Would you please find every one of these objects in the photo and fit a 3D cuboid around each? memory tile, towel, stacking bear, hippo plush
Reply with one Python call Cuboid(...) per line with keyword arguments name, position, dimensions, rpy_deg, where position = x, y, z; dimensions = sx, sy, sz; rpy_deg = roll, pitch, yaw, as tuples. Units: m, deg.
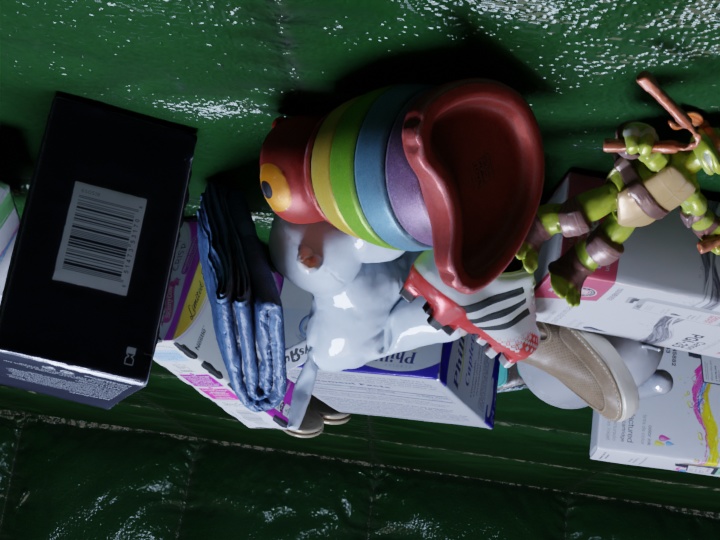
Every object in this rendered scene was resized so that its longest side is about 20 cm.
Cuboid(name="memory tile", position=(-0.091, 0.131, 1.246), dimensions=(0.199, 0.017, 0.153), rpy_deg=(24, -154, 31))
Cuboid(name="towel", position=(-0.101, 0.018, 0.871), dimensions=(0.048, 0.113, 0.200), rpy_deg=(-9, -149, -11))
Cuboid(name="stacking bear", position=(0.009, -0.066, 0.702), dimensions=(0.199, 0.123, 0.113), rpy_deg=(6, -148, 45))
Cuboid(name="hippo plush", position=(-0.015, -0.013, 0.874), dimensions=(0.198, 0.160, 0.162), rpy_deg=(-26, 128, 3))

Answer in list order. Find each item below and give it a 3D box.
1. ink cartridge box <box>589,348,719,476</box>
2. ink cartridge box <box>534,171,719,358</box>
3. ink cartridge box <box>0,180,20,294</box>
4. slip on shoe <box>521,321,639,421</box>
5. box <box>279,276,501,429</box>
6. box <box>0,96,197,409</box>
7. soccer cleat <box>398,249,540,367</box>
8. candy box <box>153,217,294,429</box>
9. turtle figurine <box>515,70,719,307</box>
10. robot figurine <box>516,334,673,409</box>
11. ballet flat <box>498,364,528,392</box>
Cuboid(name="ink cartridge box", position=(0.352, 0.137, 1.139), dimensions=(0.198, 0.146, 0.084), rpy_deg=(6, 164, 8))
Cuboid(name="ink cartridge box", position=(0.236, 0.001, 0.843), dimensions=(0.198, 0.084, 0.147), rpy_deg=(11, 163, -1))
Cuboid(name="ink cartridge box", position=(-0.376, -0.048, 0.927), dimensions=(0.144, 0.088, 0.200), rpy_deg=(31, 164, -4))
Cuboid(name="slip on shoe", position=(0.157, 0.062, 0.936), dimensions=(0.060, 0.200, 0.076), rpy_deg=(-27, 148, -21))
Cuboid(name="box", position=(0.031, 0.080, 1.088), dimensions=(0.182, 0.106, 0.200), rpy_deg=(3, 161, 23))
Cuboid(name="box", position=(-0.222, -0.004, 0.867), dimensions=(0.116, 0.199, 0.200), rpy_deg=(14, 163, -17))
Cuboid(name="soccer cleat", position=(0.101, 0.014, 0.782), dimensions=(0.069, 0.085, 0.200), rpy_deg=(47, -169, 31))
Cuboid(name="candy box", position=(-0.126, 0.056, 1.069), dimensions=(0.060, 0.138, 0.200), rpy_deg=(-4, 148, 34))
Cuboid(name="turtle figurine", position=(0.174, -0.052, 0.694), dimensions=(0.161, 0.065, 0.199), rpy_deg=(-34, 141, 24))
Cuboid(name="robot figurine", position=(0.221, 0.071, 1.041), dimensions=(0.169, 0.114, 0.200), rpy_deg=(30, 162, -2))
Cuboid(name="ballet flat", position=(0.190, 0.112, 1.296), dimensions=(0.198, 0.075, 0.074), rpy_deg=(3, 164, 30))
